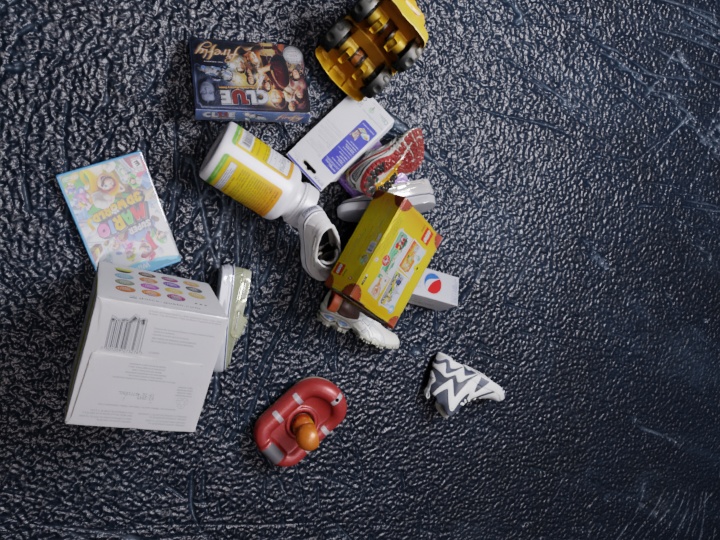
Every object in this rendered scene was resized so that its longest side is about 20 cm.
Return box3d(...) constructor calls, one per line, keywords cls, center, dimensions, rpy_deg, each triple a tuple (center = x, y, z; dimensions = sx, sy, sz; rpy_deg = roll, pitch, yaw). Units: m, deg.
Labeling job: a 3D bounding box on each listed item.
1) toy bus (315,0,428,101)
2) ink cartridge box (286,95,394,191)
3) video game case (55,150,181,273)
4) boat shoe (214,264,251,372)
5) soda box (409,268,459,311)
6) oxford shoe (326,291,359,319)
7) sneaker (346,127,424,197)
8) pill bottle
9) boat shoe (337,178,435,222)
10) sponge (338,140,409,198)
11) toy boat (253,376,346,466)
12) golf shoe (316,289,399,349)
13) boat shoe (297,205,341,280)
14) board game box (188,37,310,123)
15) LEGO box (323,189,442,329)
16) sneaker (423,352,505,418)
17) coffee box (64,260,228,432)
box3d(cls="toy bus", center=(0.044, -0.429, 0.976), dimensions=(0.136, 0.199, 0.193), rpy_deg=(44, 54, -19))
box3d(cls="ink cartridge box", center=(-0.038, -0.247, 1.045), dimensions=(0.200, 0.039, 0.100), rpy_deg=(-44, 89, -9))
box3d(cls="video game case", center=(-0.414, -0.088, 0.957), dimensions=(0.141, 0.018, 0.204), rpy_deg=(-21, 108, -17))
box3d(cls="boat shoe", center=(-0.242, 0.092, 1.036), dimensions=(0.061, 0.072, 0.204), rpy_deg=(6, 96, -20))
box3d(cls="soda box", center=(0.108, 0.029, 1.155), dimensions=(0.197, 0.068, 0.065), rpy_deg=(16, 69, -24))
box3d(cls="oxford shoe", center=(0.000, 0.000, 1.095), dimensions=(0.072, 0.071, 0.203), rpy_deg=(25, 75, -10))
box3d(cls="sneaker", center=(0.051, -0.217, 1.053), dimensions=(0.199, 0.081, 0.079), rpy_deg=(-39, 132, -31))
box3d(cls="pill bottle", center=(-0.175, -0.162, 0.986), dimensions=(0.198, 0.111, 0.112), rpy_deg=(32, 89, -24))
box3d(cls="boat shoe", center=(0.048, -0.142, 1.075), dimensions=(0.196, 0.072, 0.067), rpy_deg=(-10, 74, -5))
box3d(cls="sponge", center=(0.039, -0.168, 1.116), dimensions=(0.112, 0.030, 0.200), rpy_deg=(-46, 114, -7))
box3d(cls="toy boat", center=(-0.112, 0.311, 1.101), dimensions=(0.200, 0.130, 0.131), rpy_deg=(-42, 113, -8))
box3d(cls="golf shoe", center=(0.010, 0.096, 1.138), dimensions=(0.198, 0.078, 0.099), rpy_deg=(27, 85, -25))
box3d(cls="boat shoe", center=(-0.066, -0.034, 1.021), dimensions=(0.071, 0.066, 0.202), rpy_deg=(-32, 150, -21))
box3d(cls="board game box", center=(-0.191, -0.327, 0.957), dimensions=(0.196, 0.035, 0.138), rpy_deg=(-5, 77, -21))
box3d(cls="LEGO box", center=(0.046, -0.019, 1.011), dimensions=(0.149, 0.077, 0.202), rpy_deg=(39, 78, -46))
box3d(cls="sneaker", center=(0.230, 0.286, 1.261), dimensions=(0.197, 0.079, 0.131), rpy_deg=(28, 91, -24))
box3d(cls="coffee box", center=(-0.357, 0.123, 0.919), dimensions=(0.197, 0.197, 0.204), rpy_deg=(14, 99, -28))
